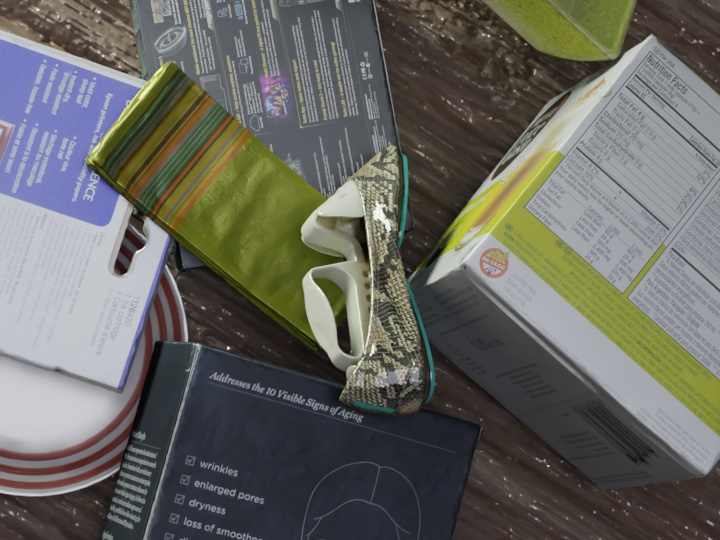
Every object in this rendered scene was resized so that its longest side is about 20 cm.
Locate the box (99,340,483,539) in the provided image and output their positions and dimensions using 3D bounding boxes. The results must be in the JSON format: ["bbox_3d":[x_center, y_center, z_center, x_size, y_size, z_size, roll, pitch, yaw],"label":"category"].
[{"bbox_3d":[-0.053,0.164,1.385,0.200,0.124,0.197,18,85,-17],"label":"box"}]

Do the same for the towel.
[{"bbox_3d":[-0.075,-0.040,1.396,0.200,0.018,0.086,40,79,-19],"label":"towel"}]

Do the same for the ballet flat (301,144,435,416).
[{"bbox_3d":[0.000,0.000,1.363,0.075,0.068,0.200,5,56,-16],"label":"ballet flat"}]

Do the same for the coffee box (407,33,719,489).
[{"bbox_3d":[0.170,0.001,1.402,0.200,0.200,0.198,41,76,-5],"label":"coffee box"}]

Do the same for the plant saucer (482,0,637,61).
[{"bbox_3d":[0.096,-0.232,1.429,0.200,0.200,0.048,41,123,-10],"label":"plant saucer"}]

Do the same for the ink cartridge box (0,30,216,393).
[{"bbox_3d":[-0.218,-0.044,1.392,0.200,0.047,0.198,19,86,-12],"label":"ink cartridge box"}]

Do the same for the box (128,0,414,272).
[{"bbox_3d":[-0.060,-0.109,1.450,0.160,0.044,0.200,-11,89,-11],"label":"box"}]

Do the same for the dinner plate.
[{"bbox_3d":[-0.213,0.048,1.423,0.200,0.024,0.200,1,87,-11],"label":"dinner plate"}]
